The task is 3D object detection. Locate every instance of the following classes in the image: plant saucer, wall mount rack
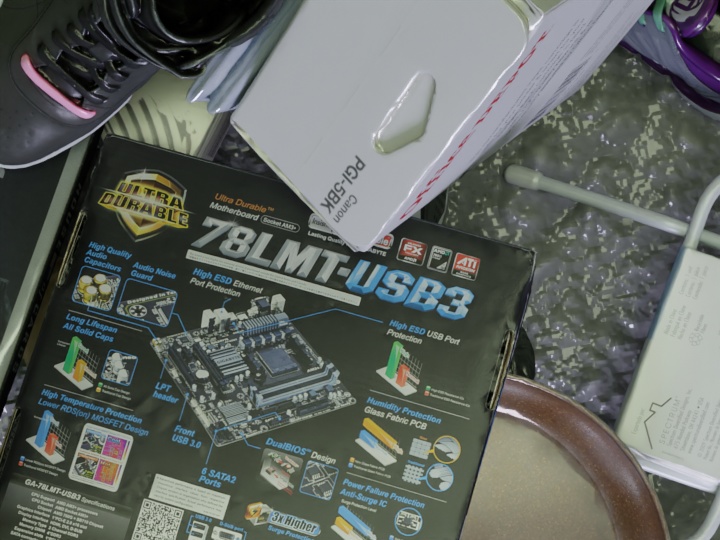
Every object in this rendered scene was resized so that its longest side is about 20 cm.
[{"bbox_3d":[0.043,0.143,0.732,0.200,0.032,0.201,0,94,-5],"label":"plant saucer"},{"bbox_3d":[0.138,0.034,0.792,0.173,0.075,0.200,20,91,-6],"label":"wall mount rack"}]

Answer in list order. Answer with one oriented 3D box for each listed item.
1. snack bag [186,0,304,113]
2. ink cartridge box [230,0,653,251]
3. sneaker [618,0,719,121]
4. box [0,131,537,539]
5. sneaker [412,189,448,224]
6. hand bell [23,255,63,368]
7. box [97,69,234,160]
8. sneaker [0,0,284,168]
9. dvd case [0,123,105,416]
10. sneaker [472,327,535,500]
[{"bbox_3d":[0.022,-0.152,0.695,0.021,0.189,0.200,44,113,7],"label":"snack bag"},{"bbox_3d":[0.057,-0.115,0.673,0.083,0.200,0.147,45,133,7],"label":"ink cartridge box"},{"bbox_3d":[0.136,-0.145,0.776,0.200,0.088,0.075,30,90,-2],"label":"sneaker"},{"bbox_3d":[-0.044,0.062,0.686,0.199,0.050,0.199,15,79,5],"label":"box"},{"bbox_3d":[0.000,0.000,0.774,0.066,0.090,0.200,20,91,-3],"label":"sneaker"},{"bbox_3d":[-0.166,-0.018,0.782,0.104,0.104,0.200,-33,80,-1],"label":"hand bell"},{"bbox_3d":[-0.156,-0.112,0.772,0.200,0.082,0.069,26,92,-1],"label":"box"},{"bbox_3d":[-0.097,-0.096,0.626,0.071,0.099,0.200,38,115,-23],"label":"sneaker"},{"bbox_3d":[-0.209,-0.016,0.699,0.150,0.025,0.200,18,77,-3],"label":"dvd case"},{"bbox_3d":[0.014,0.103,0.782,0.076,0.077,0.200,34,91,-4],"label":"sneaker"}]
